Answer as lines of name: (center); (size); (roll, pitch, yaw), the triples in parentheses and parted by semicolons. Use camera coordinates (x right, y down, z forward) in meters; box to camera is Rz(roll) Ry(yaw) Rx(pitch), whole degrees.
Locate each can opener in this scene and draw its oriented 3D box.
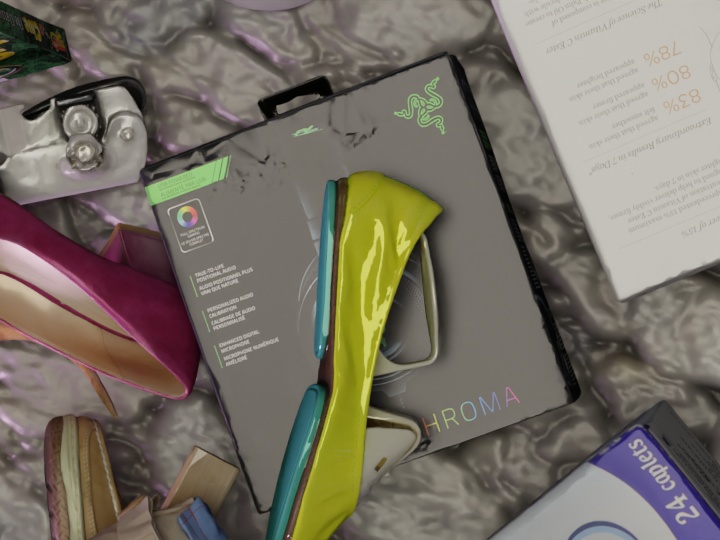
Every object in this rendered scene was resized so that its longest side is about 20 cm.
can opener: (-0.207, -0.057, 1.204); (0.199, 0.066, 0.053); (-13, 103, -7)

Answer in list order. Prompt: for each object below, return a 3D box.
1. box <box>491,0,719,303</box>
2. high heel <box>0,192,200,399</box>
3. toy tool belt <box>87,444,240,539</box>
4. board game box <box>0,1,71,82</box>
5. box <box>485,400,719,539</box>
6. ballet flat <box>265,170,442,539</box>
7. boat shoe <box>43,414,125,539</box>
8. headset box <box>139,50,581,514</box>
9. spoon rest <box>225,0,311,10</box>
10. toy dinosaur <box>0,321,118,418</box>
box: (0.149, -0.099, 1.156); (0.124, 0.097, 0.201); (-23, 87, 6)
high heel: (-0.177, 0.016, 1.165); (0.067, 0.199, 0.096); (-52, 39, 39)
toy tool belt: (-0.058, 0.194, 1.138); (0.123, 0.125, 0.200); (-37, 84, -23)
board game box: (-0.221, -0.111, 1.151); (0.104, 0.200, 0.024); (-18, 87, 7)
box: (0.129, 0.200, 1.145); (0.200, 0.105, 0.184); (-41, 84, 13)
ballet flat: (0.001, 0.053, 1.101); (0.067, 0.067, 0.201); (10, 90, -7)
boat shoe: (-0.122, 0.172, 1.215); (0.076, 0.072, 0.201); (-9, 97, -6)
headset box: (0.000, 0.000, 1.178); (0.173, 0.093, 0.201); (-19, 88, 6)
spoon rest: (-0.098, -0.201, 1.215); (0.199, 0.061, 0.100); (13, 93, -6)
toy dinosaur: (-0.219, 0.022, 1.232); (0.199, 0.060, 0.107); (-2, 103, 17)
